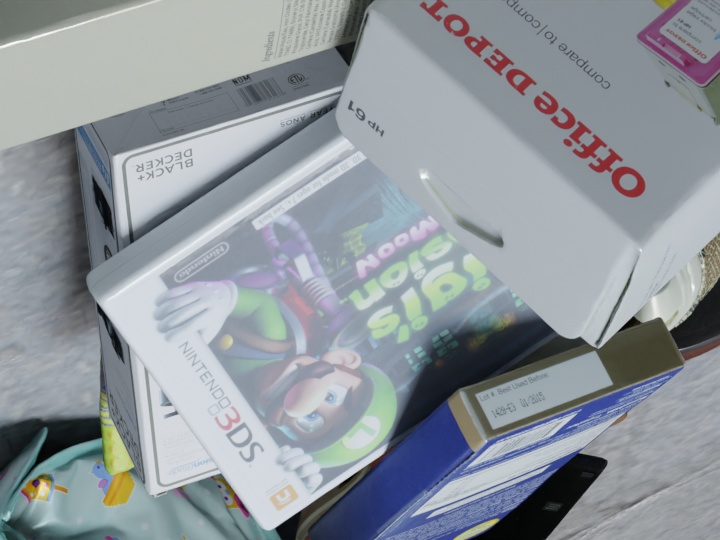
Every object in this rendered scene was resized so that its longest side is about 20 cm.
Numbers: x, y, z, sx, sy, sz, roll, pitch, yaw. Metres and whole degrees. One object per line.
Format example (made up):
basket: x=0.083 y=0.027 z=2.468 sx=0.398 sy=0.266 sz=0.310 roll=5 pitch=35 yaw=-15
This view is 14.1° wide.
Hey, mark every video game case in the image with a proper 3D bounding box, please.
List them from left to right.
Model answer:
video game case: x=0.004 y=0.006 z=1.263 sx=0.200 sy=0.023 sz=0.182 roll=-34 pitch=137 yaw=-2

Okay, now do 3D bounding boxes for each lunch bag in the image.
lunch bag: x=-0.167 y=0.167 z=1.555 sx=0.200 sy=0.122 sz=0.170 roll=-5 pitch=152 yaw=-50

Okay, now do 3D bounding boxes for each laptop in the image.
laptop: x=0.013 y=0.145 z=1.772 sx=0.200 sy=0.116 sz=0.187 roll=-51 pitch=150 yaw=14

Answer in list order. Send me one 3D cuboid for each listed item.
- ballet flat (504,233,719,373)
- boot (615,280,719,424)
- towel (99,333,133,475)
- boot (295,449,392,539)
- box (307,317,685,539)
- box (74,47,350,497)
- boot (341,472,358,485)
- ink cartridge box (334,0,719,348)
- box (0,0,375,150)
ballet flat: x=0.101 y=0.019 z=1.379 sx=0.199 sy=0.068 sz=0.075 roll=-20 pitch=-163 yaw=-13
boot: x=0.147 y=0.064 z=1.713 sx=0.188 sy=0.069 sz=0.200 roll=-25 pitch=158 yaw=-1
towel: x=-0.052 y=0.004 z=1.346 sx=0.143 sy=0.023 sz=0.201 roll=-10 pitch=130 yaw=-23
boot: x=0.023 y=0.143 z=1.513 sx=0.075 sy=0.108 sz=0.200 roll=21 pitch=141 yaw=-15
box: x=0.054 y=0.091 z=1.365 sx=0.121 sy=0.033 sz=0.200 roll=-18 pitch=162 yaw=-34
box: x=-0.058 y=-0.005 z=1.277 sx=0.116 sy=0.060 sz=0.201 roll=-19 pitch=133 yaw=-16
boot: x=0.067 y=0.044 z=1.531 sx=0.200 sy=0.072 sz=0.166 roll=-36 pitch=-179 yaw=-8
ink cartridge box: x=0.108 y=-0.090 z=1.156 sx=0.200 sy=0.144 sz=0.085 roll=-43 pitch=166 yaw=-27
box: x=-0.084 y=-0.109 z=1.108 sx=0.199 sy=0.069 sz=0.082 roll=-17 pitch=156 yaw=-16
